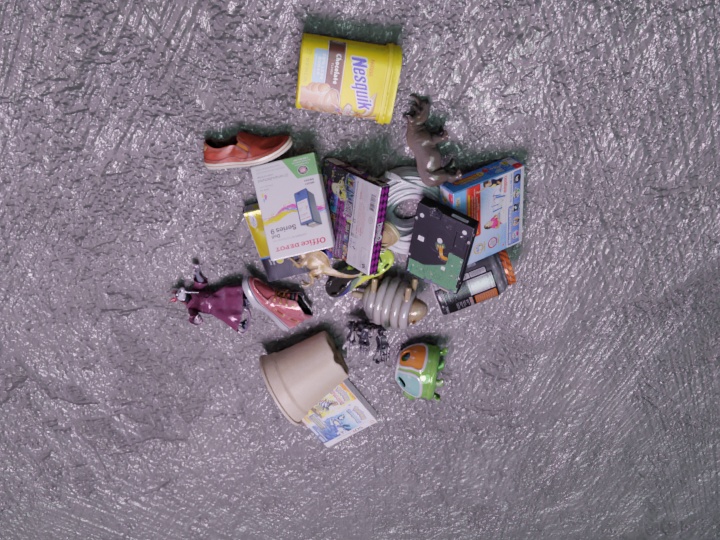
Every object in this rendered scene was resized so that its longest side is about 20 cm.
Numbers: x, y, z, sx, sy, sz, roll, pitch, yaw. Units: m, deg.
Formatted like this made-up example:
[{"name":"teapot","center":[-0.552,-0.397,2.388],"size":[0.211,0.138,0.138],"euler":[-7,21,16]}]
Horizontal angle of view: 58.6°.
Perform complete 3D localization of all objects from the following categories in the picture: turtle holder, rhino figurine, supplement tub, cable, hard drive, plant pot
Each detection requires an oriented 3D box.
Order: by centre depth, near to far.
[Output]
[{"name":"rhino figurine","center":[0.143,-0.274,1.362],"size":[0.085,0.060,0.205],"euler":[-22,101,2]},{"name":"hard drive","center":[0.177,-0.051,1.422],"size":[0.137,0.038,0.204],"euler":[26,135,20]},{"name":"cable","center":[0.108,-0.136,1.467],"size":[0.194,0.070,0.204],"euler":[8,124,-12]},{"name":"supplement tub","center":[0.269,0.018,1.556],"size":[0.195,0.124,0.124],"euler":[-21,125,8]},{"name":"plant pot","center":[-0.134,0.261,1.654],"size":[0.181,0.202,0.202],"euler":[-31,123,3]},{"name":"turtle holder","center":[0.160,0.272,1.727],"size":[0.128,0.145,0.186],"euler":[9,165,6]}]

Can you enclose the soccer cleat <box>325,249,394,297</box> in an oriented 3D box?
[{"name":"soccer cleat","center":[-0.001,-0.001,1.543],"size":[0.197,0.084,0.066],"euler":[-31,90,23]}]

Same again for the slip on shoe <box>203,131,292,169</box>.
[{"name":"slip on shoe","center":[-0.239,-0.260,1.347],"size":[0.194,0.075,0.063],"euler":[-7,123,5]}]

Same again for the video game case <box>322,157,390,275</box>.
[{"name":"video game case","center":[-0.021,-0.118,1.395],"size":[0.035,0.179,0.205],"euler":[-18,126,-42]}]

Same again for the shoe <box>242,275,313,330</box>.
[{"name":"shoe","center":[-0.198,0.067,1.564],"size":[0.089,0.073,0.201],"euler":[-23,133,20]}]

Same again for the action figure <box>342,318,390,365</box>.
[{"name":"action figure","center":[0.014,0.176,1.585],"size":[0.115,0.200,0.105],"euler":[11,93,-8]}]

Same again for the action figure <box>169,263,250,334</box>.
[{"name":"action figure","center":[-0.365,0.071,1.564],"size":[0.194,0.138,0.149],"euler":[10,167,2]}]

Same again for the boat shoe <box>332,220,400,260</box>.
[{"name":"boat shoe","center":[0.011,-0.062,1.448],"size":[0.198,0.064,0.074],"euler":[-7,128,49]}]

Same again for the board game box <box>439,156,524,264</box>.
[{"name":"board game box","center":[0.277,-0.128,1.454],"size":[0.191,0.056,0.204],"euler":[-22,127,-19]}]

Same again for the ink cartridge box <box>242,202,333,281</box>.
[{"name":"ink cartridge box","center":[-0.150,-0.082,1.493],"size":[0.194,0.048,0.202],"euler":[-13,124,5]}]

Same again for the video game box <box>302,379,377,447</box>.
[{"name":"video game box","center":[-0.075,0.401,1.831],"size":[0.179,0.047,0.201],"euler":[-31,122,12]}]

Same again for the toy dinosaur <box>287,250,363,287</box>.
[{"name":"toy dinosaur","center":[-0.098,-0.006,1.478],"size":[0.197,0.059,0.101],"euler":[33,132,-13]}]

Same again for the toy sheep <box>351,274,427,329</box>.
[{"name":"toy sheep","center":[0.072,0.075,1.575],"size":[0.195,0.138,0.141],"euler":[17,128,19]}]

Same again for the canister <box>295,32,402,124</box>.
[{"name":"canister","center":[-0.027,-0.381,1.274],"size":[0.194,0.088,0.152],"euler":[6,124,-8]}]

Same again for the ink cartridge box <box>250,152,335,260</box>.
[{"name":"ink cartridge box","center":[-0.142,-0.137,1.380],"size":[0.141,0.088,0.206],"euler":[-11,98,2]}]
